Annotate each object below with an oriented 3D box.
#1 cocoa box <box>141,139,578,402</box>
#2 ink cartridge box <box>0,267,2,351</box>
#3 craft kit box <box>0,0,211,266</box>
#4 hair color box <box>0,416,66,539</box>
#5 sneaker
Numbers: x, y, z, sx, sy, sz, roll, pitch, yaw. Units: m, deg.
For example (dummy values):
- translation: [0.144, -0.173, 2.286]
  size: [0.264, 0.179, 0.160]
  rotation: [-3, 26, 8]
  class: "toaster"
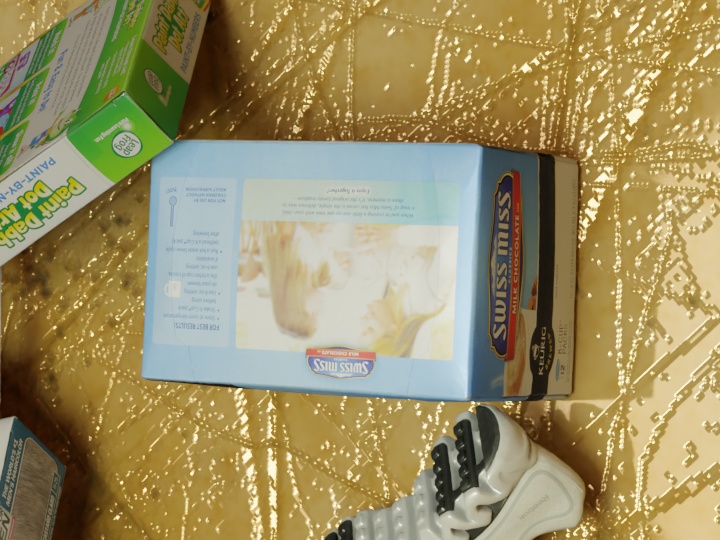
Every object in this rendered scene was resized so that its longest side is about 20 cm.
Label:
- translation: [0.000, 0.000, 1.261]
  size: [0.199, 0.131, 0.134]
  rotation: [2, 89, 28]
  class: "cocoa box"
- translation: [-0.286, 0.052, 1.437]
  size: [0.199, 0.047, 0.161]
  rotation: [-15, 63, 25]
  class: "ink cartridge box"
- translation: [-0.177, -0.082, 1.335]
  size: [0.197, 0.200, 0.049]
  rotation: [-36, 113, 24]
  class: "craft kit box"
- translation: [-0.272, 0.156, 1.351]
  size: [0.199, 0.061, 0.100]
  rotation: [-14, 48, 25]
  class: "hair color box"
- translation: [0.040, 0.154, 1.269]
  size: [0.200, 0.081, 0.075]
  rotation: [-43, 33, 36]
  class: "sneaker"
